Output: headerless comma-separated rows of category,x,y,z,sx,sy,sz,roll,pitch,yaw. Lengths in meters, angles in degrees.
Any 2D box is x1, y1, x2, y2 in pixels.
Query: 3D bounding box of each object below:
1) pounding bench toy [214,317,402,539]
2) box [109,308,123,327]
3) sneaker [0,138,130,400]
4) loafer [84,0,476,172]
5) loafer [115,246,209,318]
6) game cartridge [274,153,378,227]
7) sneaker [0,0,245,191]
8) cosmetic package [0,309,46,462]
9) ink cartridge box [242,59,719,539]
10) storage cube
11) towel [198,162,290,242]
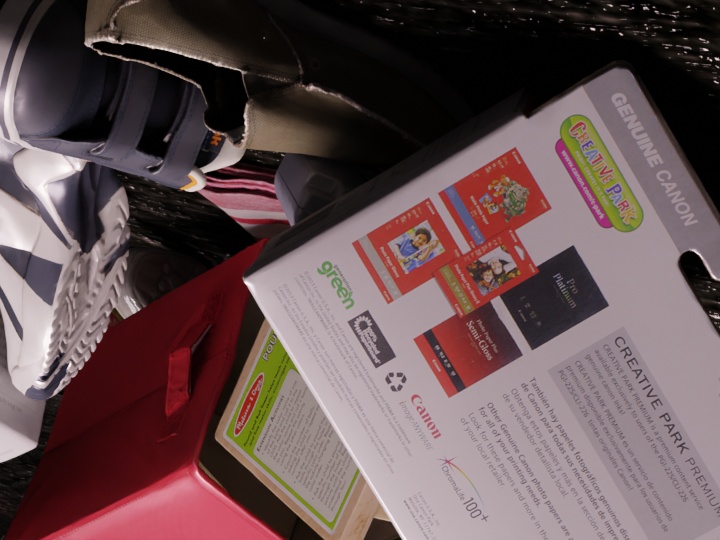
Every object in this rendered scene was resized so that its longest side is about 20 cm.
pounding bench toy,0.025,0.102,1.038,0.156,0.201,0.124,19,-171,-38
box,-0.173,0.050,1.390,0.200,0.050,0.075,50,-163,-25
sneaker,-0.192,-0.038,1.068,0.129,0.079,0.200,19,124,19
loafer,-0.035,-0.077,0.880,0.199,0.070,0.075,30,163,-16
loafer,-0.116,0.040,1.374,0.069,0.070,0.200,5,157,30
game cartridge,0.055,-0.002,0.959,0.199,0.041,0.133,23,-168,-10
sneaker,-0.102,-0.082,0.924,0.079,0.079,0.200,18,-176,12
cosmetic package,-0.219,-0.002,1.137,0.074,0.201,0.102,-19,140,33
ink cartridge box,0.081,0.036,0.836,0.201,0.175,0.084,59,-169,-7
storage cube,-0.069,0.124,1.177,0.179,0.171,0.200,-28,124,37
towel,0.000,0.000,1.163,0.144,0.023,0.200,14,161,37
